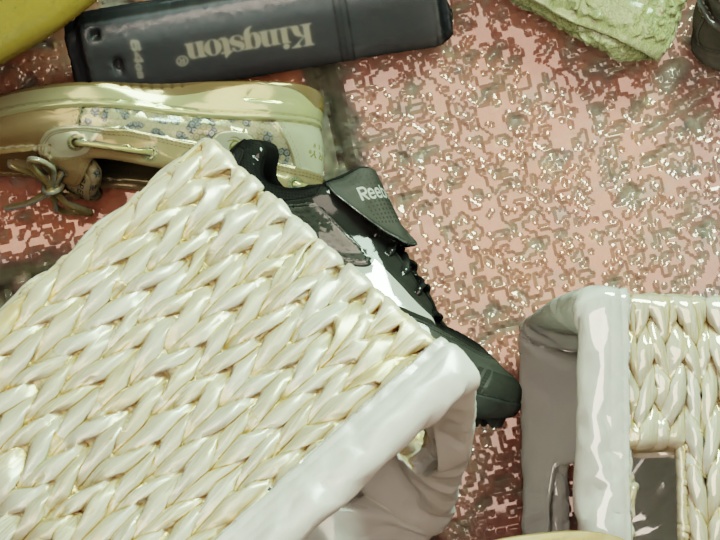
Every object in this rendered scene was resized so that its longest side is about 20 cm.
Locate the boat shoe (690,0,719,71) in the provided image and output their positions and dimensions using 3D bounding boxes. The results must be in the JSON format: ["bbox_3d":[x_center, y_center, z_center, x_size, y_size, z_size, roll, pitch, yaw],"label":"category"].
[{"bbox_3d":[0.267,-0.114,1.120,0.199,0.057,0.067,14,49,-2],"label":"boat shoe"}]

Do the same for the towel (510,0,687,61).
[{"bbox_3d":[0.096,-0.209,1.134,0.199,0.036,0.149,27,85,4],"label":"towel"}]

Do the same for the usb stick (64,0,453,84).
[{"bbox_3d":[-0.051,-0.124,1.121,0.199,0.056,0.033,-9,45,0],"label":"usb stick"}]

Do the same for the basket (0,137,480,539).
[{"bbox_3d":[-0.075,0.089,0.913,0.161,0.198,0.200,42,72,16],"label":"basket"}]

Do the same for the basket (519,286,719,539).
[{"bbox_3d":[0.163,0.112,1.019,0.160,0.200,0.200,0,85,-5],"label":"basket"}]

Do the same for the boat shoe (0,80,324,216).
[{"bbox_3d":[-0.117,-0.059,1.103,0.198,0.073,0.063,-3,82,0],"label":"boat shoe"}]

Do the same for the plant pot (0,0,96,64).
[{"bbox_3d":[-0.199,-0.204,1.041,0.199,0.194,0.196,-25,111,-9],"label":"plant pot"}]

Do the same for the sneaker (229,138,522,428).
[{"bbox_3d":[0.000,0.000,1.048,0.199,0.066,0.091,30,95,14],"label":"sneaker"}]

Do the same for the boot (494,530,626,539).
[{"bbox_3d":[0.022,0.173,0.913,0.200,0.144,0.071,-21,75,-12],"label":"boot"}]
